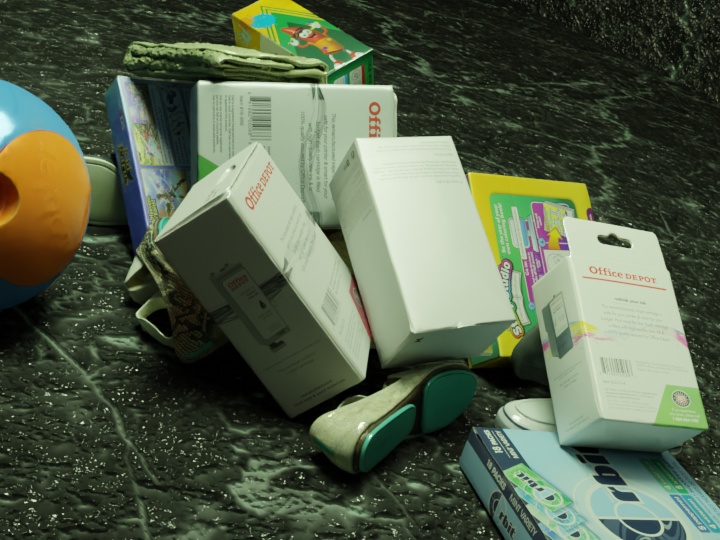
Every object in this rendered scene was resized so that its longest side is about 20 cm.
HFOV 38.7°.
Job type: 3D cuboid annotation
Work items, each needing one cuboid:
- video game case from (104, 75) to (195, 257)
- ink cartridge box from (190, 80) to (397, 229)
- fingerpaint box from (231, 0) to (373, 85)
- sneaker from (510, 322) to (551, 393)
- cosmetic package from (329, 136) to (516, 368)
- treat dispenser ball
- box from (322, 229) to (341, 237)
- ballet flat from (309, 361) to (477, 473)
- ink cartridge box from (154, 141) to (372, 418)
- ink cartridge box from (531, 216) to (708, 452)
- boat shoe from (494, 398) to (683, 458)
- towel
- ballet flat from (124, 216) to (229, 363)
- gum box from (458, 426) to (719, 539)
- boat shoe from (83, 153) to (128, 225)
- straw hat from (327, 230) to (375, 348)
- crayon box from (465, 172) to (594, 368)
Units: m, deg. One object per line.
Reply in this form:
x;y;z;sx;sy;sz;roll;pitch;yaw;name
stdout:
-0.172;-0.107;1.116;0.181;0.045;0.200;-1;70;-38;video game case
-0.069;-0.114;1.038;0.200;0.147;0.083;0;5;-14;ink cartridge box
-0.062;-0.196;1.194;0.073;0.200;0.167;-35;54;-26;fingerpaint box
0.231;0.101;1.038;0.200;0.085;0.075;33;37;-29;sneaker
0.053;-0.020;0.943;0.108;0.085;0.200;-3;64;-24;cosmetic package
-0.329;-0.063;0.860;0.201;0.201;0.201;15;24;-7;treat dispenser ball
0.053;-0.031;1.172;0.200;0.042;0.119;16;-21;-8;box
0.031;0.116;0.897;0.062;0.068;0.200;21;22;31;ballet flat
-0.076;0.005;0.905;0.200;0.083;0.147;55;18;-17;ink cartridge box
0.228;0.058;0.932;0.117;0.067;0.200;9;59;-22;ink cartridge box
0.225;0.136;0.981;0.200;0.067;0.074;7;26;-22;boat shoe
-0.143;-0.215;1.073;0.148;0.037;0.200;-2;10;-42;towel
-0.180;0.018;0.952;0.068;0.075;0.200;52;-1;-41;ballet flat
0.206;0.202;0.856;0.200;0.045;0.170;8;25;-24;gum box
-0.266;-0.094;1.126;0.199;0.075;0.066;4;25;-30;boat shoe
0.000;0.000;1.093;0.201;0.085;0.201;15;25;-7;straw hat
0.184;0.002;1.111;0.172;0.058;0.200;1;72;-32;crayon box
